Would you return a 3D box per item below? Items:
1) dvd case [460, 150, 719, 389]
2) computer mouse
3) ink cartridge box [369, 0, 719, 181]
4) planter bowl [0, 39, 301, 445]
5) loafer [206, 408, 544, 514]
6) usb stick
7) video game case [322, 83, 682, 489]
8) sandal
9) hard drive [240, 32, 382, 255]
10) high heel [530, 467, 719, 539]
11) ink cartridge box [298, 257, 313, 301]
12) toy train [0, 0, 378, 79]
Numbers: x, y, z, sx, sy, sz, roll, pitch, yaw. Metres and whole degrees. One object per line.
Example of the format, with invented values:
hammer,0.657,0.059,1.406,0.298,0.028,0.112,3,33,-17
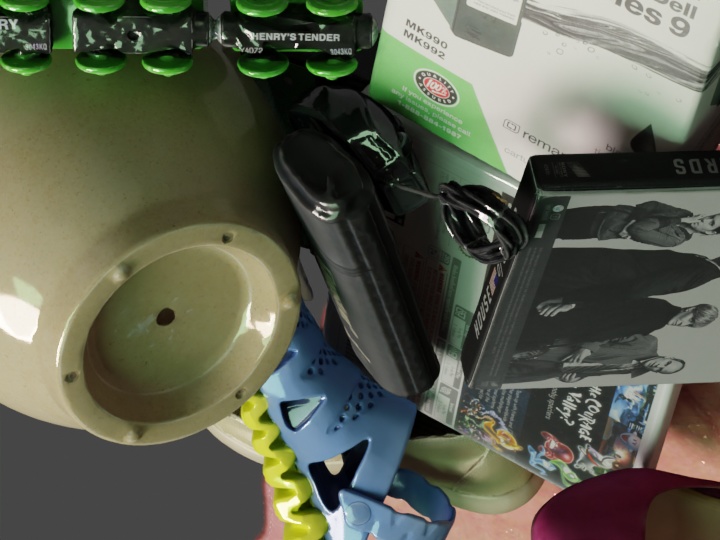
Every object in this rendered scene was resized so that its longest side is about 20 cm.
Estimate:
dvd case,0.153,0.000,1.232,0.199,0.025,0.151,-2,146,-13
computer mouse,0.025,-0.045,1.233,0.059,0.034,0.200,55,169,-29
ink cartridge box,0.093,-0.126,1.189,0.146,0.084,0.200,30,146,13
planter bowl,-0.107,-0.006,1.301,0.135,0.200,0.201,50,161,43
loafer,0.003,0.067,1.513,0.199,0.076,0.068,12,138,19
usb stick,0.000,0.000,1.314,0.055,0.033,0.200,42,168,26
video game case,0.069,0.018,1.371,0.181,0.023,0.200,28,144,15
sandal,-0.011,0.077,1.437,0.087,0.080,0.201,-15,114,9
hard drive,0.038,-0.043,1.378,0.199,0.038,0.140,19,142,25
high heel,0.178,0.125,1.355,0.096,0.199,0.068,-7,82,54
ink cartridge box,-0.126,-0.033,1.480,0.200,0.068,0.115,22,144,42
toy train,-0.092,-0.110,1.244,0.199,0.056,0.042,1,120,0
